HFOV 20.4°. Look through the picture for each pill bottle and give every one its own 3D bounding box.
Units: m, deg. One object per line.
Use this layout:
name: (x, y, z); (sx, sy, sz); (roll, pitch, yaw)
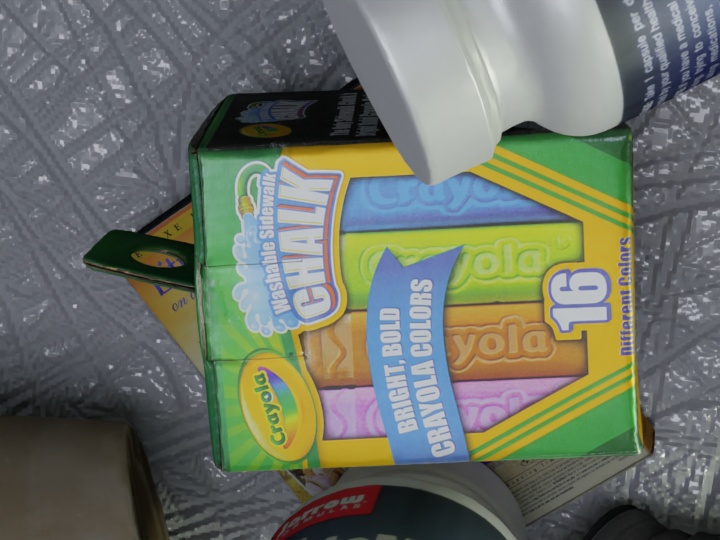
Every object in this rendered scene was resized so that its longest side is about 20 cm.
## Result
pill bottle: (0.089, -0.113, 0.649); (0.200, 0.116, 0.116); (-28, 103, -5)
pill bottle: (0.008, 0.149, 0.772); (0.120, 0.200, 0.120); (4, 111, 10)

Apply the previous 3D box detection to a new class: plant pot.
plant pot: (-0.171, 0.139, 0.863); (0.173, 0.200, 0.200); (-14, 107, -1)

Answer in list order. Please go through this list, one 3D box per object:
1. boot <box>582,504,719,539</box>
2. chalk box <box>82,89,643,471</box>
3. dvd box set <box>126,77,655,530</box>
boot: (0.154, 0.118, 0.822); (0.132, 0.200, 0.070); (19, 148, 50)
chalk box: (0.000, 0.000, 0.753); (0.200, 0.125, 0.124); (-3, 103, 4)
dvd box set: (0.010, 0.032, 0.852); (0.146, 0.029, 0.200); (-34, 101, 21)
